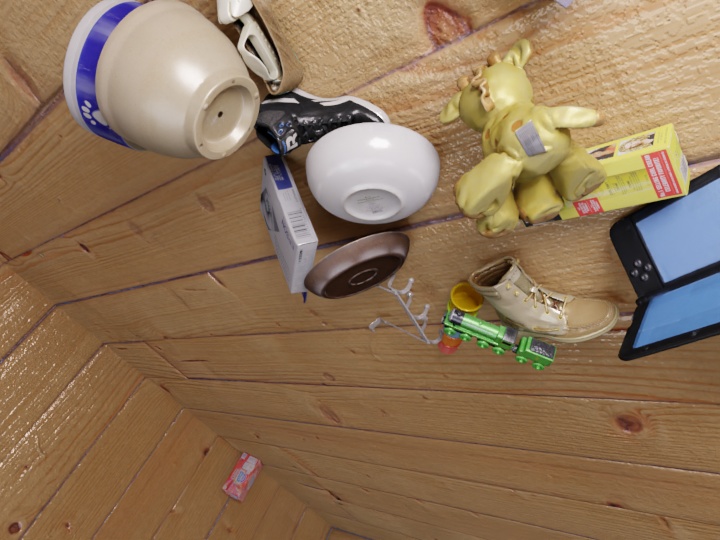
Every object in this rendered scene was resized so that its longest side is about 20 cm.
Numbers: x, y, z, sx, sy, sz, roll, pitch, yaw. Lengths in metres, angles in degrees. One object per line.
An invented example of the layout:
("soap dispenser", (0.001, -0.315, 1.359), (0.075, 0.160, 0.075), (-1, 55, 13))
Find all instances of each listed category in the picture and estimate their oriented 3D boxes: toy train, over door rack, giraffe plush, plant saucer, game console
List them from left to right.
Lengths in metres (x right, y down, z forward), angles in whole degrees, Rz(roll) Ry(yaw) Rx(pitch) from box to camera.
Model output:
("plant saucer", (0.000, 0.000, 0.904), (0.032, 0.200, 0.200), (66, 150, 19))
("over door rack", (0.064, 0.064, 1.037), (0.200, 0.067, 0.148), (5, 136, 52))
("toy train", (0.234, 0.115, 0.890), (0.199, 0.042, 0.056), (21, 150, 7))
("giraffe plush", (0.169, -0.160, 0.602), (0.172, 0.163, 0.200), (-21, 149, 6))
("game console", (0.371, -0.013, 0.594), (0.200, 0.116, 0.176), (-41, 62, 54))

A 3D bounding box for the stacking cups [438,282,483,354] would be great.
("stacking cups", (0.186, 0.098, 1.005), (0.060, 0.061, 0.200), (22, 150, 12))

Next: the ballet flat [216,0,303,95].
("ballet flat", (-0.146, -0.322, 0.692), (0.068, 0.072, 0.200), (2, 136, 35))

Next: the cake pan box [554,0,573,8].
("cake pan box", (0.170, -0.360, 0.434), (0.184, 0.052, 0.200), (32, 146, -7))

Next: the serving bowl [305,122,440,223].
("serving bowl", (0.018, -0.122, 0.761), (0.199, 0.066, 0.200), (1, 155, 0))

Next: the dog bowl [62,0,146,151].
("dog bowl", (-0.328, -0.282, 0.765), (0.079, 0.200, 0.200), (23, 145, 6))

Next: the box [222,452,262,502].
("box", (-0.589, 1.036, 2.618), (0.102, 0.200, 0.095), (17, 142, 17))

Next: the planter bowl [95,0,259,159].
("planter bowl", (-0.223, -0.232, 0.701), (0.135, 0.200, 0.200), (34, 147, 15))

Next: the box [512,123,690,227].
("box", (0.291, -0.112, 0.657), (0.200, 0.050, 0.075), (-10, 128, 43))

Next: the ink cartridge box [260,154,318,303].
("ink cartridge box", (-0.134, -0.067, 0.928), (0.200, 0.040, 0.200), (107, 145, -55))

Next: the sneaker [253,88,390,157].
("sneaker", (-0.066, -0.199, 0.754), (0.199, 0.112, 0.073), (17, 145, 18))

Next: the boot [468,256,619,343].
("boot", (0.287, 0.043, 0.833), (0.200, 0.073, 0.155), (-5, 137, 49))
